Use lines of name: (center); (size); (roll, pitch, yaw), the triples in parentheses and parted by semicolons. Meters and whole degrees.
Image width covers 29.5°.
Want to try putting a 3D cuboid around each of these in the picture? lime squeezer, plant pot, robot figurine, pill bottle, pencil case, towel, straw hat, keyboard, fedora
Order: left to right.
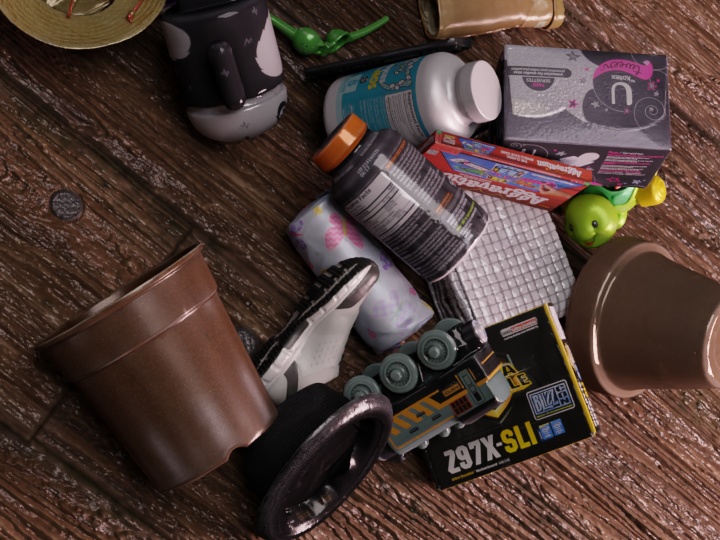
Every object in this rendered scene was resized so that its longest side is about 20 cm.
straw hat: (-0.322, -0.315, 1.543); (0.200, 0.085, 0.202); (5, 72, -16)
plant pot: (-0.197, 0.105, 1.417); (0.200, 0.200, 0.199); (-37, 98, -30)
robot figurine: (-0.152, -0.246, 1.554); (0.150, 0.125, 0.201); (-38, 123, -45)
fedora: (-0.060, 0.193, 1.480); (0.200, 0.201, 0.092); (-34, 59, -30)
lime squeezer: (-0.050, -0.295, 1.705); (0.199, 0.038, 0.071); (1, 42, -25)
pencil case: (0.000, 0.000, 1.599); (0.091, 0.083, 0.200); (-40, 93, -34)
keyboard: (0.037, -0.255, 1.655); (0.127, 0.199, 0.021); (-25, 106, -68)
pill bottle: (0.041, -0.088, 1.551); (0.200, 0.106, 0.106); (41, 61, -10)
pill bottle: (0.063, -0.193, 1.613); (0.111, 0.200, 0.111); (18, 68, -53)
towel: (0.158, -0.012, 1.681); (0.165, 0.086, 0.200); (-19, 83, -26)
plant pot: (0.377, 0.068, 1.665); (0.200, 0.174, 0.201); (-11, 106, -43)

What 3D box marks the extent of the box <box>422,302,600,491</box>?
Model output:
box: (0.155, 0.146, 1.575); (0.160, 0.200, 0.049); (70, 18, 6)

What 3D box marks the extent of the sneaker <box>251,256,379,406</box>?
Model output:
sneaker: (-0.042, 0.072, 1.540); (0.080, 0.074, 0.200); (39, 94, -20)

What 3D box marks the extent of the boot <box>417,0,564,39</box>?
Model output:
boot: (0.168, -0.395, 1.818); (0.199, 0.066, 0.176); (-7, 76, -26)

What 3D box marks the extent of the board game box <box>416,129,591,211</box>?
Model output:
board game box: (0.159, -0.115, 1.606); (0.199, 0.103, 0.020); (13, 71, -17)

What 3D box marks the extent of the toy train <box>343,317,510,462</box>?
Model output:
toy train: (0.071, 0.136, 1.537); (0.114, 0.200, 0.085); (57, 22, 2)

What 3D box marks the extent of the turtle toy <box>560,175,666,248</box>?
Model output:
turtle toy: (0.305, -0.118, 1.736); (0.101, 0.145, 0.201); (29, 60, -45)

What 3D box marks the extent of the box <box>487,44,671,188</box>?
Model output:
box: (0.259, -0.185, 1.634); (0.199, 0.115, 0.133); (4, 70, -4)

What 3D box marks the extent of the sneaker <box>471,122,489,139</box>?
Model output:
sneaker: (0.113, -0.171, 1.705); (0.074, 0.087, 0.200); (37, 62, -11)

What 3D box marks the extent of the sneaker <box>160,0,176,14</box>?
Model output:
sneaker: (-0.177, -0.368, 1.632); (0.200, 0.083, 0.081); (-36, 91, -31)
